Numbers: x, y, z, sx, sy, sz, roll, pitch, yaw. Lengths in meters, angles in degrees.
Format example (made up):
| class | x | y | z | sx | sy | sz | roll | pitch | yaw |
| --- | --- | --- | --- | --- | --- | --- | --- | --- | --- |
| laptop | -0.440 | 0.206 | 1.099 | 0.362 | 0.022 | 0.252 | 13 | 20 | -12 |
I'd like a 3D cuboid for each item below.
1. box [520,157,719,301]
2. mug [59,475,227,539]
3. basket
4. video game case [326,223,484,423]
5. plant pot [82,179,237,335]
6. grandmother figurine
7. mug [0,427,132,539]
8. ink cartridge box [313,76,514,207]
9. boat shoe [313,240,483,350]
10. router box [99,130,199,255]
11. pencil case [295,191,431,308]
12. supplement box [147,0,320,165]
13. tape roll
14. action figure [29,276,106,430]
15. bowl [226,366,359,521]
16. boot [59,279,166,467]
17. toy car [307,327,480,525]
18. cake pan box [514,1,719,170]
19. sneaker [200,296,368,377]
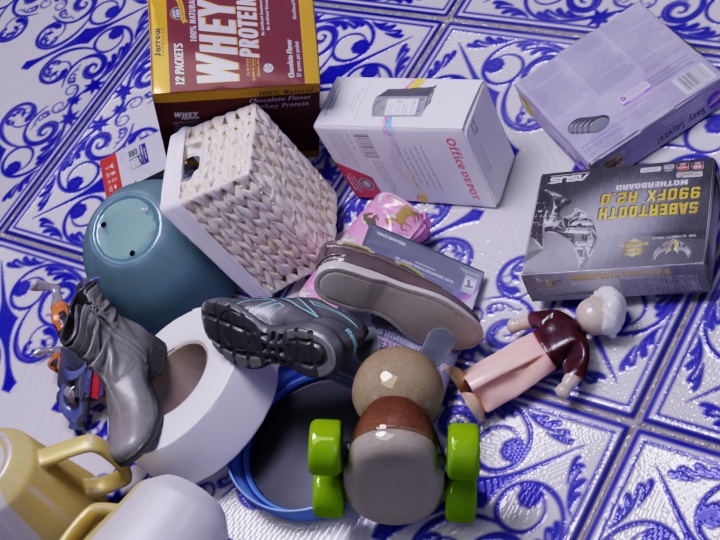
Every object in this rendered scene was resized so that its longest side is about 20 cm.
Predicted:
| class | x | y | z | sx | sy | sz | roll | pitch | yaw |
| --- | --- | --- | --- | --- | --- | --- | --- | --- | --- |
| box | 0.286 | -0.044 | 1.466 | 0.199 | 0.048 | 0.159 | -4 | 46 | 25 |
| mug | -0.230 | 0.289 | 1.392 | 0.186 | 0.150 | 0.153 | 27 | 58 | 11 |
| basket | -0.126 | -0.083 | 1.597 | 0.123 | 0.200 | 0.136 | -22 | 45 | 25 |
| video game case | 0.045 | 0.055 | 1.478 | 0.142 | 0.019 | 0.200 | 23 | 56 | -3 |
| plant pot | -0.259 | -0.029 | 1.638 | 0.199 | 0.135 | 0.201 | -5 | 72 | 14 |
| grandmother figurine | 0.195 | 0.084 | 1.414 | 0.200 | 0.061 | 0.121 | -33 | 57 | 2 |
| mug | -0.375 | 0.240 | 1.510 | 0.187 | 0.153 | 0.149 | -47 | 48 | -14 |
| ink cartridge box | 0.067 | -0.155 | 1.607 | 0.199 | 0.148 | 0.086 | 5 | 57 | 28 |
| boat shoe | 0.044 | 0.025 | 1.442 | 0.072 | 0.199 | 0.060 | -57 | 19 | 37 |
| router box | -0.250 | -0.109 | 1.797 | 0.179 | 0.049 | 0.200 | -26 | 47 | 6 |
| pencil case | 0.000 | 0.000 | 1.563 | 0.086 | 0.083 | 0.200 | 36 | 70 | 1 |
| supplement box | -0.150 | -0.234 | 1.639 | 0.197 | 0.200 | 0.133 | -4 | 70 | -3 |
| tape roll | -0.190 | 0.140 | 1.518 | 0.202 | 0.071 | 0.203 | -30 | 36 | 24 |
| action figure | -0.327 | 0.080 | 1.636 | 0.193 | 0.201 | 0.104 | 34 | 29 | 34 |
| bowl | -0.051 | 0.182 | 1.472 | 0.200 | 0.039 | 0.201 | -14 | 50 | 16 |
| boot | -0.281 | 0.111 | 1.466 | 0.068 | 0.131 | 0.200 | -31 | 35 | 21 |
| toy car | 0.038 | 0.141 | 1.365 | 0.164 | 0.158 | 0.200 | 2 | 50 | 3 |
| cake pan box | 0.311 | -0.216 | 1.600 | 0.200 | 0.052 | 0.184 | -34 | 49 | -2 |
| sneaker | -0.082 | 0.064 | 1.417 | 0.200 | 0.076 | 0.079 | 14 | 31 | 34 |
